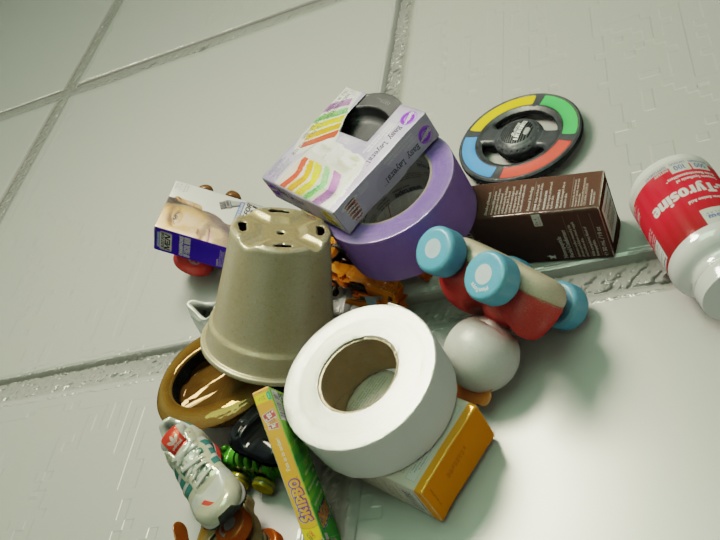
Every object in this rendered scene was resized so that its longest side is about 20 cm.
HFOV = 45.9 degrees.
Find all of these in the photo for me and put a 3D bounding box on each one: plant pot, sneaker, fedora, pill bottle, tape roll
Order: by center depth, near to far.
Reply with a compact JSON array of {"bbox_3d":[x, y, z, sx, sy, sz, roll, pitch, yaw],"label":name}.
[{"bbox_3d":[0.011,0.140,1.012,0.202,0.071,0.203,-19,44,19],"label":"tape roll"},{"bbox_3d":[0.409,-0.041,1.020,0.112,0.112,0.200,-23,42,11],"label":"pill bottle"},{"bbox_3d":[-0.208,0.243,1.051,0.070,0.093,0.200,-44,25,-7],"label":"sneaker"},{"bbox_3d":[-0.114,0.023,1.150,0.199,0.184,0.201,5,29,-3],"label":"plant pot"},{"bbox_3d":[0.053,-0.090,1.169,0.199,0.085,0.201,-19,45,20],"label":"tape roll"},{"bbox_3d":[-0.191,0.167,1.219,0.200,0.082,0.201,-14,39,11],"label":"fedora"},{"bbox_3d":[-0.184,0.076,1.299,0.199,0.089,0.075,-1,49,31],"label":"sneaker"}]

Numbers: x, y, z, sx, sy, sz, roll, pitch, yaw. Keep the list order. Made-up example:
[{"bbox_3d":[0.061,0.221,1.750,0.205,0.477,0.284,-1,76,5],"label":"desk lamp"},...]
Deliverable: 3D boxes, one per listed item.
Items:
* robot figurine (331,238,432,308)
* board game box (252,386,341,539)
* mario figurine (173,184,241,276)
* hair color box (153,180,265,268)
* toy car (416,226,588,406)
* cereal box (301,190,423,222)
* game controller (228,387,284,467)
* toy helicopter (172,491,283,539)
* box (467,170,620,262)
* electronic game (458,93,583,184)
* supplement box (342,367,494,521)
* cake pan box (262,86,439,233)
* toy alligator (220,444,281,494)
[{"bbox_3d":[0.000,0.000,1.271,0.199,0.058,0.145,12,47,39],"label":"robot figurine"},{"bbox_3d":[-0.071,0.238,1.001,0.030,0.096,0.201,-26,72,2],"label":"board game box"},{"bbox_3d":[-0.269,-0.077,1.489,0.123,0.106,0.201,-14,42,24],"label":"mario figurine"},{"bbox_3d":[-0.228,-0.065,1.406,0.199,0.065,0.110,15,52,-1],"label":"hair color box"},{"bbox_3d":[0.148,0.074,1.067,0.177,0.184,0.201,31,99,46],"label":"toy car"},{"bbox_3d":[0.021,-0.125,1.361,0.200,0.040,0.144,-36,37,-29],"label":"cereal box"},{"bbox_3d":[-0.082,0.183,1.133,0.104,0.042,0.200,22,44,30],"label":"game controller"},{"bbox_3d":[-0.191,0.328,1.083,0.132,0.079,0.200,-46,35,-1],"label":"toy helicopter"},{"bbox_3d":[0.241,-0.069,1.162,0.199,0.100,0.075,-3,49,31],"label":"box"},{"bbox_3d":[0.250,-0.207,1.336,0.199,0.042,0.201,-17,43,17],"label":"electronic game"},{"bbox_3d":[0.044,0.202,1.043,0.200,0.074,0.126,17,62,42],"label":"supplement box"},{"bbox_3d":[-0.015,-0.160,1.180,0.200,0.052,0.184,-47,44,-11],"label":"cake pan box"},{"bbox_3d":[-0.163,0.253,1.138,0.199,0.054,0.059,2,51,33],"label":"toy alligator"}]
